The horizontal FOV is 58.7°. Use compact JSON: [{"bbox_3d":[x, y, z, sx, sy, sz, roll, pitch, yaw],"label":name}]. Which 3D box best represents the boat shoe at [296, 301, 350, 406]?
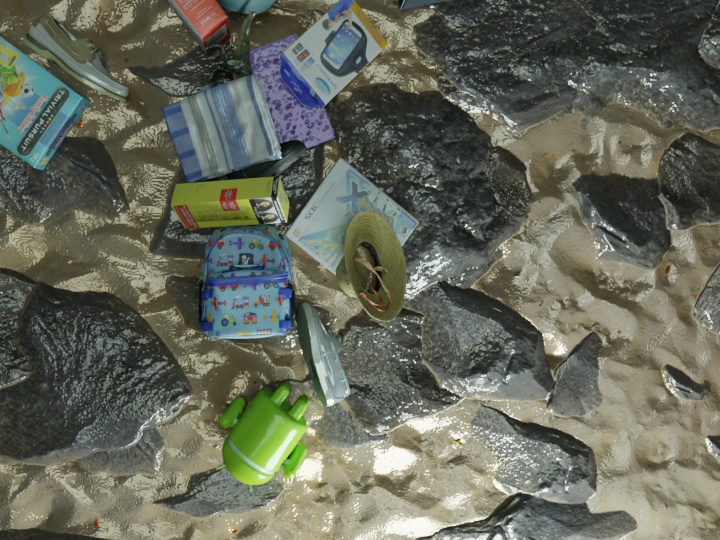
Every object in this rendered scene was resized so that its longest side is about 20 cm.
[{"bbox_3d":[-0.068,0.154,1.224,0.070,0.070,0.205,-17,95,-26],"label":"boat shoe"}]

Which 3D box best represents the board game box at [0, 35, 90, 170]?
[{"bbox_3d":[-0.608,-0.301,1.123,0.198,0.047,0.152,36,88,-8],"label":"board game box"}]

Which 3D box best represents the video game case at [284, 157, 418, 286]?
[{"bbox_3d":[-0.015,-0.082,1.233,0.199,0.022,0.184,37,88,-9],"label":"video game case"}]

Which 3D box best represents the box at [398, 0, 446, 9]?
[{"bbox_3d":[0.155,-0.614,1.172,0.196,0.124,0.201,-13,94,-7],"label":"box"}]

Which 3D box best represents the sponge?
[{"bbox_3d":[-0.133,-0.325,1.197,0.110,0.030,0.204,-22,97,-6],"label":"sponge"}]

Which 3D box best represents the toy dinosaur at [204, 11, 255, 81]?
[{"bbox_3d":[-0.231,-0.369,1.150,0.086,0.048,0.203,10,127,1],"label":"toy dinosaur"}]

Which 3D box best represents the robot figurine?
[{"bbox_3d":[-0.177,0.306,1.186,0.174,0.116,0.202,36,89,-2],"label":"robot figurine"}]

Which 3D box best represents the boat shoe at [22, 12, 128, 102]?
[{"bbox_3d":[-0.489,-0.374,1.122,0.198,0.075,0.069,33,94,-8],"label":"boat shoe"}]

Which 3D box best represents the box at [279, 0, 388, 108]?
[{"bbox_3d":[-0.055,-0.397,1.178,0.119,0.041,0.200,46,74,-13],"label":"box"}]

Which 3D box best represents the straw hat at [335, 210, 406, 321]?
[{"bbox_3d":[0.000,0.000,1.182,0.084,0.200,0.205,-16,98,37],"label":"straw hat"}]

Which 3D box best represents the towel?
[{"bbox_3d":[-0.244,-0.244,1.121,0.196,0.024,0.150,-13,103,17],"label":"towel"}]

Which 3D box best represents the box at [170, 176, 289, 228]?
[{"bbox_3d":[-0.231,-0.120,1.143,0.195,0.076,0.051,-2,56,8],"label":"box"}]

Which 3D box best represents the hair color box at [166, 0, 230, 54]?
[{"bbox_3d":[-0.313,-0.493,1.121,0.064,0.111,0.201,-39,98,-5],"label":"hair color box"}]

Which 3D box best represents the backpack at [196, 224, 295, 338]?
[{"bbox_3d":[-0.204,0.015,1.158,0.178,0.134,0.205,2,91,-9],"label":"backpack"}]

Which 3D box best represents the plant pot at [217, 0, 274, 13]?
[{"bbox_3d":[-0.202,-0.532,1.111,0.195,0.202,0.137,10,129,-8],"label":"plant pot"}]

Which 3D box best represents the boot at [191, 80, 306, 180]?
[{"bbox_3d":[-0.215,-0.254,1.159,0.163,0.066,0.202,-33,95,12],"label":"boot"}]
